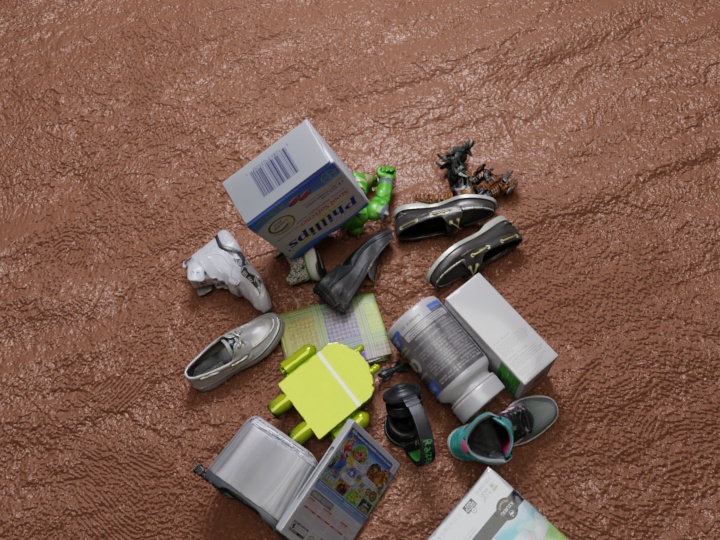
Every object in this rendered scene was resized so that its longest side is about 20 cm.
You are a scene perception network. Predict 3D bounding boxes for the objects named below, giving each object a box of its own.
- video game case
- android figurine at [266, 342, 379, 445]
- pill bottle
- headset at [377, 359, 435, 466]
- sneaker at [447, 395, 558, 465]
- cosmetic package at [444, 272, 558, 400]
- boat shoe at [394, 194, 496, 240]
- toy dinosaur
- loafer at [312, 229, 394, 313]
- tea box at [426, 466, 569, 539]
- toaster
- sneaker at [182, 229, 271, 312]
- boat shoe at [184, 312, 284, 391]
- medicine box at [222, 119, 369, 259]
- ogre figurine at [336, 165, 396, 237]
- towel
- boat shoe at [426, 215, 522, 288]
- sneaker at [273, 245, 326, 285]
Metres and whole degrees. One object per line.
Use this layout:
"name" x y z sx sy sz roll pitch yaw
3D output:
"video game case" -0.030 0.359 1.114 0.018 0.143 0.201 10 58 52
"android figurine" -0.058 0.208 1.209 0.200 0.041 0.182 -38 73 -14
"pill bottle" 0.148 0.154 1.199 0.113 0.114 0.200 -35 73 -13
"headset" 0.084 0.233 1.175 0.093 0.124 0.200 -16 39 -16
"sneaker" 0.243 0.257 1.135 0.199 0.121 0.084 -22 83 -5
"cosmetic package" 0.240 0.116 1.220 0.085 0.108 0.200 -37 66 -13
"boat shoe" 0.164 -0.097 1.339 0.199 0.072 0.061 -8 56 14
"toy dinosaur" 0.207 -0.173 1.372 0.198 0.102 0.137 -12 80 -26
"loafer" 0.000 0.000 1.314 0.200 0.073 0.072 -42 90 -24
"tea box" 0.199 0.447 1.049 0.196 0.134 0.200 40 73 19
"toaster" -0.159 0.332 1.141 0.199 0.114 0.130 30 66 17
"sneaker" -0.254 0.022 1.316 0.114 0.075 0.200 -33 62 -11
"boat shoe" -0.228 0.139 1.253 0.199 0.066 0.072 -32 64 -5
"medicine box" -0.106 -0.134 1.220 0.182 0.200 0.103 -36 66 7
"ogre figurine" -0.023 -0.133 1.362 0.198 0.099 0.121 -2 52 -10
"towel" -0.053 0.123 1.282 0.198 0.023 0.145 -15 64 -4
"boat shoe" 0.214 -0.026 1.301 0.201 0.072 0.061 -36 63 -14
"sneaker" -0.135 -0.058 1.350 0.088 0.077 0.201 -22 63 2
